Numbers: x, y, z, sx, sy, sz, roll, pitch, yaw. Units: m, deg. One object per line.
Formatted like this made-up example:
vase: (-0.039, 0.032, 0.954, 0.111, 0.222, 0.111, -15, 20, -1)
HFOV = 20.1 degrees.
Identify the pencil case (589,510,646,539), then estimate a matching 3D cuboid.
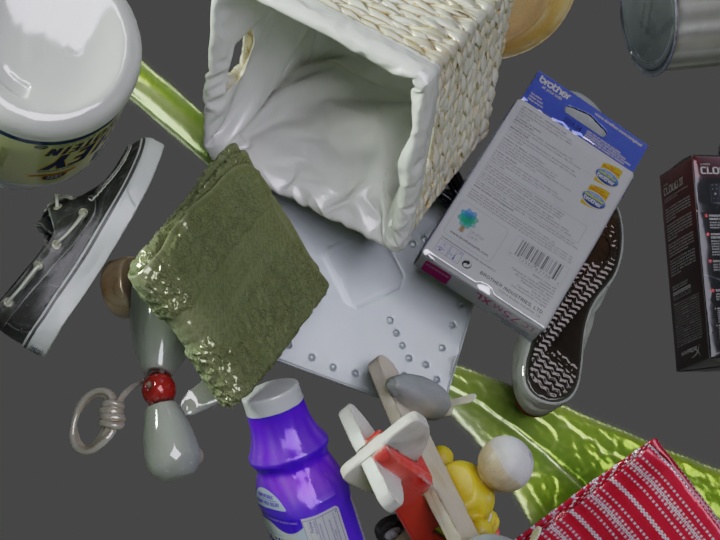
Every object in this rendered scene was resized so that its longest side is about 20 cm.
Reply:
pencil case: (0.259, 0.269, 1.684, 0.088, 0.088, 0.201, -28, 88, -19)

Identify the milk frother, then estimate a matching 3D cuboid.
milk frother: (0.328, -0.288, 1.819, 0.187, 0.181, 0.200, -6, 36, -17)

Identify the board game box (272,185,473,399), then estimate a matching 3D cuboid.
board game box: (0.000, 0.000, 1.704, 0.199, 0.026, 0.201, 20, 73, -10)

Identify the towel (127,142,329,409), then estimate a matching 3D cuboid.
towel: (-0.099, 0.004, 1.577, 0.149, 0.036, 0.200, 56, 34, -17)

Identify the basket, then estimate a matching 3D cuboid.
basket: (-0.003, -0.163, 1.618, 0.199, 0.199, 0.161, 27, 50, 16)

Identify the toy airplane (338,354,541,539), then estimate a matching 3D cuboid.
toy airplane: (0.066, 0.163, 1.582, 0.141, 0.199, 0.201, -25, 95, -1)

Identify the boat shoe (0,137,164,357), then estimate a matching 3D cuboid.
boat shoe: (-0.226, -0.031, 1.624, 0.064, 0.071, 0.201, 33, 73, -8)

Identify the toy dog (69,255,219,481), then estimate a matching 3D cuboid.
toy dog: (-0.143, 0.067, 1.614, 0.096, 0.131, 0.201, 20, 79, -52)

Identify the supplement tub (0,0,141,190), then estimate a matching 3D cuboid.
supplement tub: (-0.254, -0.146, 1.573, 0.144, 0.200, 0.146, 3, 77, -15)

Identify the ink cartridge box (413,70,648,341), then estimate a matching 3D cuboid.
ink cartridge box: (0.143, -0.055, 1.678, 0.119, 0.042, 0.200, 33, 69, -1)

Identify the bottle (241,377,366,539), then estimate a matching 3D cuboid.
bottle: (-0.042, 0.184, 1.591, 0.065, 0.083, 0.201, -25, 107, -27)

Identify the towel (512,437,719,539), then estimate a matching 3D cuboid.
towel: (0.203, 0.250, 1.646, 0.200, 0.022, 0.145, -39, 84, 15)

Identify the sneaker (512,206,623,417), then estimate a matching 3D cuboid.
sneaker: (0.165, 0.030, 1.717, 0.072, 0.085, 0.201, 21, 68, -1)

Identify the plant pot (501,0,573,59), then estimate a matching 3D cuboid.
plant pot: (0.097, -0.278, 1.794, 0.199, 0.027, 0.201, 3, 77, -15)

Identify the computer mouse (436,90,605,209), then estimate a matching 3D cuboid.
computer mouse: (0.148, -0.097, 1.740, 0.110, 0.044, 0.200, 47, 59, 1)

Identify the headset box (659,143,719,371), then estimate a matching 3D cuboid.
headset box: (0.348, -0.016, 1.779, 0.148, 0.075, 0.201, 0, 78, -16)
